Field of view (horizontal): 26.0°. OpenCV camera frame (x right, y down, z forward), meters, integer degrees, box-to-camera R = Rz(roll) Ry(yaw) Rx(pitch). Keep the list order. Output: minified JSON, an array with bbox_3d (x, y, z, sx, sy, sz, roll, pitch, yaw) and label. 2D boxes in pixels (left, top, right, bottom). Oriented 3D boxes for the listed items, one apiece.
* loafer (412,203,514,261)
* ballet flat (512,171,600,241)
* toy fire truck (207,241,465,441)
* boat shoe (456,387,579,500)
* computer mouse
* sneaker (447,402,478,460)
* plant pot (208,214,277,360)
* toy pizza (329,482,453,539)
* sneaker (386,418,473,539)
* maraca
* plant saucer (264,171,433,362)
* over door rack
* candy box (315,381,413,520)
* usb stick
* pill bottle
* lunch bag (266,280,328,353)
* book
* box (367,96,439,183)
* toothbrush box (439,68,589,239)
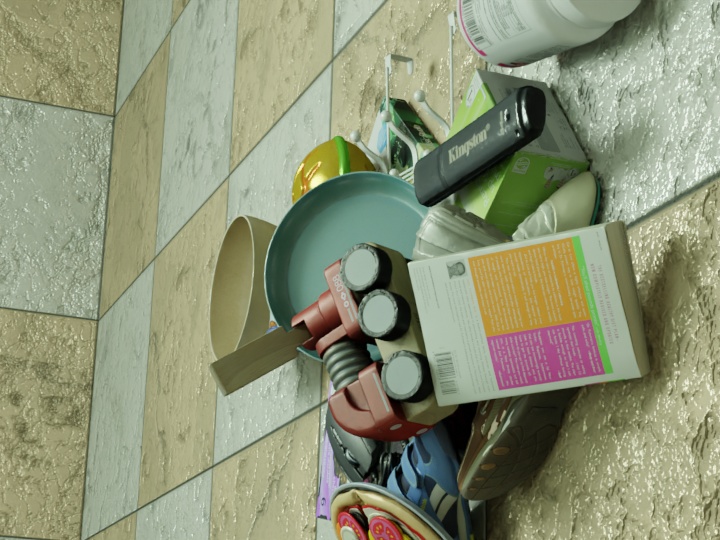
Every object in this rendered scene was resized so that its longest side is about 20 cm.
[{"bbox_3d":[0.136,0.010,1.427,0.199,0.070,0.070,32,108,24],"label":"loafer"},{"bbox_3d":[0.166,-0.004,1.479,0.070,0.069,0.202,-120,43,-59],"label":"ballet flat"},{"bbox_3d":[-0.024,0.090,1.487,0.199,0.128,0.177,-33,64,24],"label":"toy fire truck"},{"bbox_3d":[0.145,0.129,1.466,0.201,0.075,0.072,-61,39,23],"label":"boat shoe"},{"bbox_3d":[0.002,0.170,1.671,0.201,0.046,0.141,-101,27,-43],"label":"computer mouse"},{"bbox_3d":[0.092,0.106,1.595,0.083,0.076,0.202,-4,105,55],"label":"sneaker"},{"bbox_3d":[-0.114,0.034,2.113,0.200,0.133,0.202,-171,90,-70],"label":"plant pot"},{"bbox_3d":[0.040,0.296,1.563,0.032,0.200,0.200,-42,-1,-31],"label":"toy pizza"},{"bbox_3d":[0.064,0.214,1.551,0.074,0.081,0.202,-99,0,-59],"label":"sneaker"},{"bbox_3d":[-0.032,-0.089,1.893,0.200,0.106,0.139,137,136,-78],"label":"maraca"},{"bbox_3d":[0.000,0.000,1.571,0.027,0.198,0.202,38,-128,-66],"label":"plant saucer"},{"bbox_3d":[0.055,-0.190,1.781,0.147,0.066,0.202,-25,49,54],"label":"over door rack"},{"bbox_3d":[0.023,0.206,1.770,0.200,0.071,0.170,169,109,-68],"label":"candy box"},{"bbox_3d":[0.109,-0.115,1.475,0.200,0.032,0.056,-32,48,55],"label":"usb stick"},{"bbox_3d":[0.180,-0.263,1.476,0.200,0.112,0.115,174,104,-69],"label":"pill bottle"},{"bbox_3d":[0.004,0.057,1.678,0.159,0.199,0.076,-8,71,45],"label":"lunch bag"},{"bbox_3d":[0.144,0.041,1.361,0.199,0.048,0.135,-11,92,32],"label":"book"},{"bbox_3d":[0.048,-0.105,1.878,0.200,0.036,0.145,-121,44,-58],"label":"box"},{"bbox_3d":[0.134,-0.075,1.565,0.146,0.085,0.201,-107,31,-48],"label":"toothbrush box"}]
